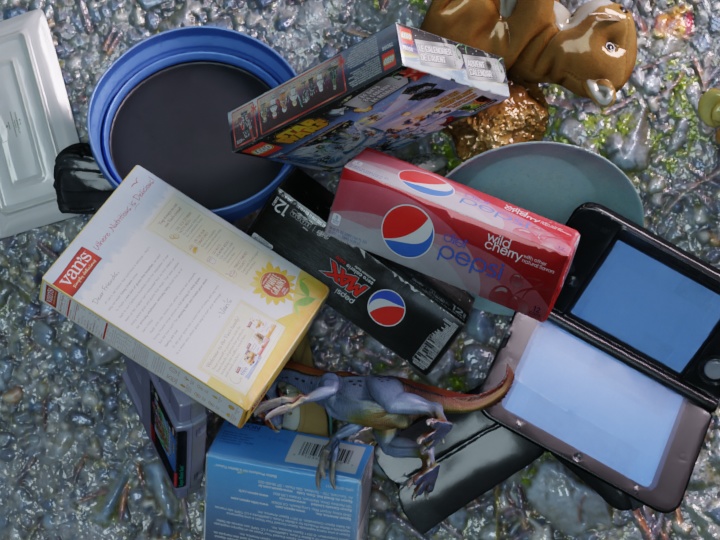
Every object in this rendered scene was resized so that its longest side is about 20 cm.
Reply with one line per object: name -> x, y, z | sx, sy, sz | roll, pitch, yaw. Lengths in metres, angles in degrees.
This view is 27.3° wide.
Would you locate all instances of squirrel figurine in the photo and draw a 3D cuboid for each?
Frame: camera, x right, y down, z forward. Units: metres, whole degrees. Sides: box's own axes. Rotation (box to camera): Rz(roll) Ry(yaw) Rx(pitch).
squirrel figurine -> 0.141, -0.186, 1.309 | 0.185, 0.142, 0.202 | 24, 108, -2

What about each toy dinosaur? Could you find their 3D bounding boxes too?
toy dinosaur -> -0.001, 0.119, 1.267 | 0.181, 0.199, 0.106 | 35, 140, 37

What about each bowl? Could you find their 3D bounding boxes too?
bowl -> -0.146, -0.129, 1.341 | 0.198, 0.040, 0.203 | 1, 61, -1

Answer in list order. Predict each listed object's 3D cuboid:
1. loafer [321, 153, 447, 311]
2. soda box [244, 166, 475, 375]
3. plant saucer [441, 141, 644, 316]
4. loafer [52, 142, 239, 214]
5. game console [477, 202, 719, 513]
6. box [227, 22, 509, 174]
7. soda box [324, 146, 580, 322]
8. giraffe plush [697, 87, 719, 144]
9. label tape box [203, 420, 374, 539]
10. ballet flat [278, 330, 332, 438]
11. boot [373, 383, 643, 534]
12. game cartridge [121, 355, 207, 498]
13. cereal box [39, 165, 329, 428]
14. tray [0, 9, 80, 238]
loafer -> 0.008, -0.032, 1.351 | 0.199, 0.075, 0.070 | -37, 100, 17
soda box -> 0.000, 0.000, 1.283 | 0.199, 0.071, 0.064 | 37, 112, -1
plant saucer -> 0.146, -0.044, 1.299 | 0.198, 0.039, 0.202 | -1, 133, -1
loafer -> -0.188, -0.072, 1.382 | 0.198, 0.068, 0.071 | 7, 112, 4
game console -> 0.228, 0.073, 1.259 | 0.199, 0.117, 0.177 | 28, 122, -2
box -> 0.005, -0.137, 1.231 | 0.199, 0.136, 0.040 | -21, 71, 39
soda box -> 0.076, -0.031, 1.219 | 0.198, 0.070, 0.064 | 22, 113, 9
giraffe plush -> 0.381, -0.158, 1.253 | 0.198, 0.173, 0.163 | 13, 119, -20
label tape box -> -0.068, 0.245, 1.353 | 0.141, 0.066, 0.202 | 9, 119, 9
ballet flat -> -0.073, 0.085, 1.335 | 0.063, 0.068, 0.202 | -22, 113, -33
boot -> 0.131, 0.180, 1.326 | 0.199, 0.066, 0.166 | -28, 74, 2
game cartridge -> -0.174, 0.109, 1.300 | 0.038, 0.201, 0.131 | -17, 63, -17
cereal box -> -0.143, 0.019, 1.220 | 0.199, 0.040, 0.144 | 32, 55, 4
tray -> -0.329, -0.141, 1.421 | 0.106, 0.022, 0.202 | -16, 88, 10
